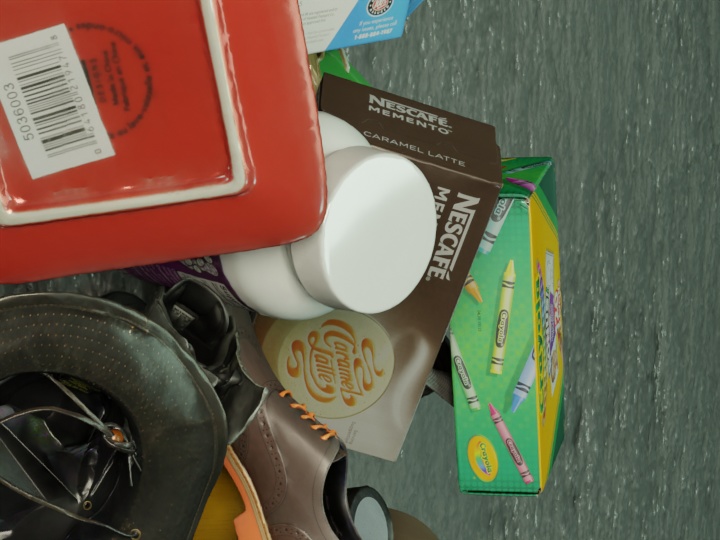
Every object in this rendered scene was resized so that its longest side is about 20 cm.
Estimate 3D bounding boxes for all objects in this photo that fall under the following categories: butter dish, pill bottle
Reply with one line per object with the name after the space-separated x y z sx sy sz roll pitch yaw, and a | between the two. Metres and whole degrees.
-0.120 -0.115 1.080 0.148 0.198 0.202 -84 164 -66 | butter dish
-0.056 -0.035 1.172 0.112 0.199 0.113 -11 107 -42 | pill bottle

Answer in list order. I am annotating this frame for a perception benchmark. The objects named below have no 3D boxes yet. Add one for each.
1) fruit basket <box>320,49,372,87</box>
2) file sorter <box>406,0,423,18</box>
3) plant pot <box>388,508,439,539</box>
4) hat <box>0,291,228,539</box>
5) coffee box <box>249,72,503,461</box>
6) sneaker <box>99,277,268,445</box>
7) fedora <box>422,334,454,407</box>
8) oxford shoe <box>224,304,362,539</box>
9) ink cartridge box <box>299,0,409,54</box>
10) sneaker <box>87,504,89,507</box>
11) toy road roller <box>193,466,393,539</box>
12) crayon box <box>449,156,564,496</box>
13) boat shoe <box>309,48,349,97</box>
-0.001 -0.068 1.476 0.094 0.185 0.200 -44 168 4 | fruit basket
-0.004 -0.277 1.311 0.200 0.139 0.123 38 34 -13 | file sorter
0.009 0.256 1.507 0.175 0.198 0.202 -85 169 -67 | plant pot
-0.167 0.091 1.059 0.081 0.199 0.202 -132 -149 -61 | hat
0.000 0.000 1.297 0.080 0.113 0.201 -88 -163 -61 | coffee box
-0.101 0.044 1.161 0.105 0.060 0.200 -59 -155 24 | sneaker
-0.015 0.046 1.467 0.090 0.177 0.200 -44 158 9 | fedora
-0.044 0.093 1.245 0.202 0.072 0.071 71 19 2 | oxford shoe
-0.020 -0.224 1.194 0.115 0.068 0.201 -15 131 -37 | ink cartridge box
-0.138 0.138 1.205 0.200 0.078 0.091 -21 123 -64 | sneaker
-0.077 0.184 1.328 0.146 0.122 0.201 55 39 -38 | toy road roller
0.097 0.035 1.443 0.119 0.058 0.202 -49 137 -70 | crayon box
-0.047 -0.180 1.336 0.073 0.062 0.201 66 7 -60 | boat shoe
